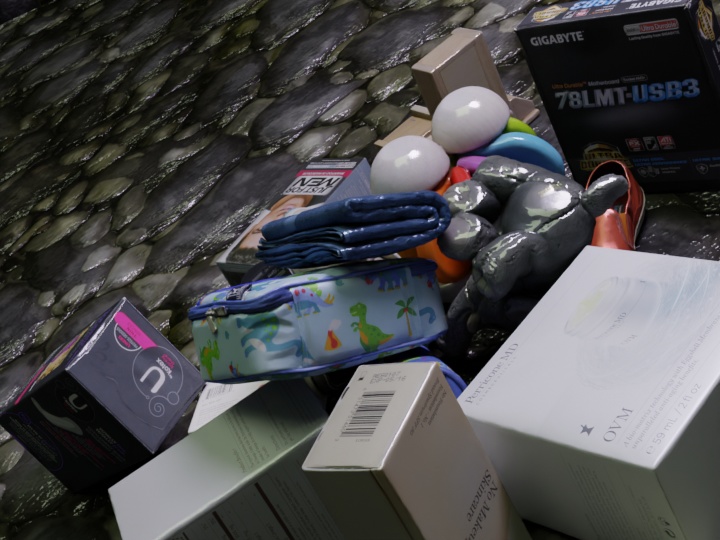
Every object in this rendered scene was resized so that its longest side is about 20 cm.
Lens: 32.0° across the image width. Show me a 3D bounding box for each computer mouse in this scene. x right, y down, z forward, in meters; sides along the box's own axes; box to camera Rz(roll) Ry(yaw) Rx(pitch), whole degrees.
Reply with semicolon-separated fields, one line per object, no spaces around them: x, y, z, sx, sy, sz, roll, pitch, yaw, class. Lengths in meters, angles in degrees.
-0.071;0.049;1.240;0.058;0.034;0.200;-40;35;2;computer mouse

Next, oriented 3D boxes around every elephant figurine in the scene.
0.145;0.002;1.116;0.154;0.201;0.142;28;66;33;elephant figurine

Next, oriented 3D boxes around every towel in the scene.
-0.010;-0.031;1.088;0.110;0.049;0.199;-8;-1;-25;towel

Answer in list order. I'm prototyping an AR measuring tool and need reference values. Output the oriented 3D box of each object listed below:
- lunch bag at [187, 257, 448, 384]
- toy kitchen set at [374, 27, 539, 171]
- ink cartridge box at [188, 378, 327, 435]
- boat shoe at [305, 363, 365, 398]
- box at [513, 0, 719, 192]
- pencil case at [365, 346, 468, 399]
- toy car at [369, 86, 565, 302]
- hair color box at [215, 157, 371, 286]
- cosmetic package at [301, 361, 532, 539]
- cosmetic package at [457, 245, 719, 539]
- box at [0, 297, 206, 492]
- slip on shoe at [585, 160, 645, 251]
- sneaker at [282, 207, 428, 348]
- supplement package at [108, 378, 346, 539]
-0.040;0.042;1.073;0.197;0.084;0.160;-12;0;-29;lunch bag
0.111;-0.211;1.451;0.163;0.182;0.199;-39;34;-19;toy kitchen set
-0.090;0.103;1.270;0.115;0.068;0.201;-18;32;22;ink cartridge box
0.005;0.049;1.261;0.062;0.073;0.201;-12;29;35;boat shoe
0.269;-0.169;1.218;0.198;0.200;0.050;3;41;44;box
0.042;0.107;1.060;0.085;0.079;0.200;-14;4;-4;pencil case
0.118;-0.067;1.227;0.199;0.176;0.149;-39;31;-16;toy car
-0.070;-0.051;1.499;0.098;0.061;0.201;4;44;46;hair color box
0.048;0.173;0.891;0.072;0.201;0.104;-7;37;37;cosmetic package
0.210;0.096;0.941;0.198;0.124;0.199;8;46;51;cosmetic package
-0.265;0.131;1.276;0.199;0.122;0.107;-29;20;50;box
0.226;-0.026;1.176;0.073;0.062;0.202;-8;41;31;slip on shoe
0.000;0.000;1.221;0.200;0.081;0.076;43;54;19;sneaker
-0.098;0.200;1.072;0.198;0.118;0.117;-33;28;-6;supplement package
